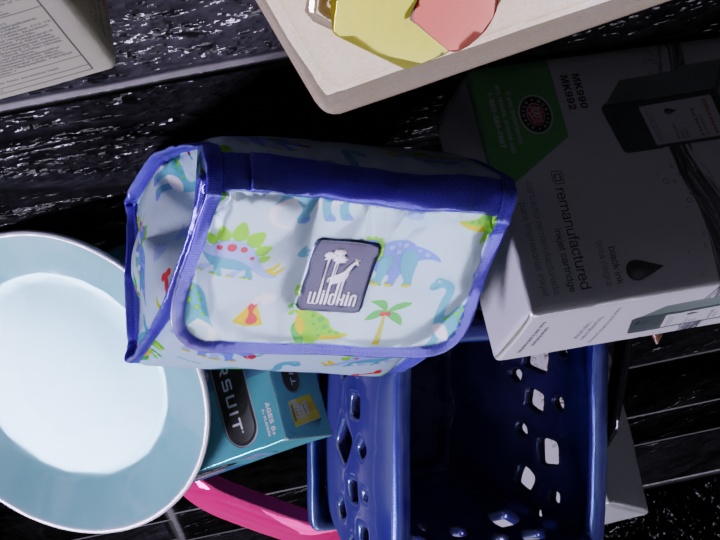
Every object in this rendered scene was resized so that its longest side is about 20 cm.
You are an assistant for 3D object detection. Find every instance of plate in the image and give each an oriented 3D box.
[{"bbox_3d":[-0.178,0.065,1.212,0.199,0.201,0.026,-20,-165,29],"label":"plate"}]

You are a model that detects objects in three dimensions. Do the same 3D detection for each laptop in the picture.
[{"bbox_3d":[0.261,0.053,1.603,0.199,0.104,0.177,-25,168,-5],"label":"laptop"}]

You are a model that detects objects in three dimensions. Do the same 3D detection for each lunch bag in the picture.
[{"bbox_3d":[-0.028,-0.014,1.081,0.169,0.128,0.200,3,160,-19],"label":"lunch bag"}]

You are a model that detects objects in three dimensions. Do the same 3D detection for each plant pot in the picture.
[{"bbox_3d":[0.063,0.122,1.563,0.199,0.201,0.180,-4,-170,-31],"label":"plant pot"}]

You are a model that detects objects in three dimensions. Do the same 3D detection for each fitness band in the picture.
[{"bbox_3d":[-0.071,0.152,1.649,0.199,0.144,0.038,20,129,-10],"label":"fitness band"}]

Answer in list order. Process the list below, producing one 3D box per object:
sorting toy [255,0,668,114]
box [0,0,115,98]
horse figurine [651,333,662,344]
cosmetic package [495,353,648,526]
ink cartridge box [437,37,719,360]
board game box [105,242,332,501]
[{"bbox_3d":[0.041,-0.129,0.626,0.184,0.037,0.200,-18,143,13],"label":"sorting toy"},{"bbox_3d":[-0.152,-0.121,0.666,0.094,0.078,0.200,-13,166,3],"label":"box"},{"bbox_3d":[0.098,-0.022,1.199,0.132,0.050,0.200,-1,-154,-38],"label":"horse figurine"},{"bbox_3d":[0.147,0.172,1.926,0.199,0.168,0.166,-18,165,18],"label":"cosmetic package"},{"bbox_3d":[0.159,-0.045,1.113,0.199,0.147,0.084,-10,162,-14],"label":"ink cartridge box"},{"bbox_3d":[-0.124,0.057,1.251,0.199,0.152,0.047,-22,167,35],"label":"board game box"}]
